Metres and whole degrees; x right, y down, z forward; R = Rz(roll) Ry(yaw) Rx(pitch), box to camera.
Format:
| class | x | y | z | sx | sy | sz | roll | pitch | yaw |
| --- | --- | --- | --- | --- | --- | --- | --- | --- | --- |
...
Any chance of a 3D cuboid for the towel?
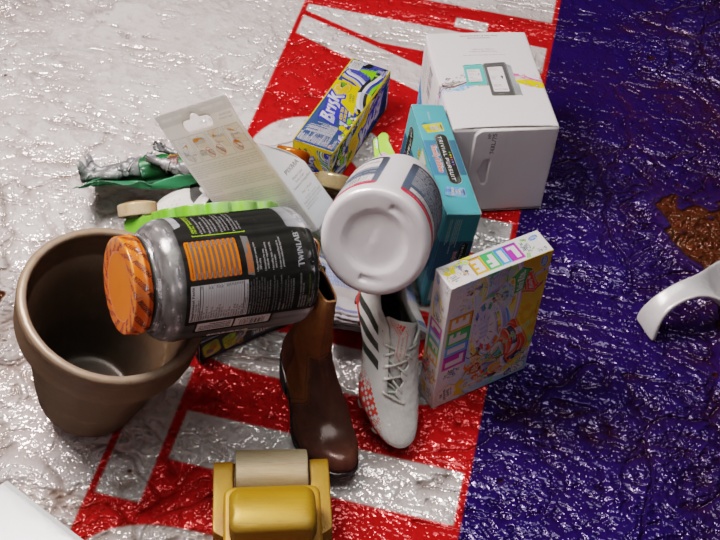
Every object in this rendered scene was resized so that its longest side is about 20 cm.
| class | x | y | z | sx | sy | sz | roll | pitch | yaw |
| --- | --- | --- | --- | --- | --- | --- | --- | --- | --- |
| towel | 0.000 | 0.000 | 1.532 | 0.145 | 0.024 | 0.202 | 11 | 41 | -27 |

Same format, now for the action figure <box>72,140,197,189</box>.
| class | x | y | z | sx | sy | sz | roll | pitch | yaw |
| --- | --- | --- | --- | --- | --- | --- | --- | --- | --- |
| action figure | -0.260 | -0.133 | 1.606 | 0.196 | 0.056 | 0.118 | -4 | 18 | 4 |

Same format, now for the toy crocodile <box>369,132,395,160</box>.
| class | x | y | z | sx | sy | sz | roll | pitch | yaw |
| --- | --- | --- | --- | --- | --- | --- | --- | --- | --- |
| toy crocodile | 0.041 | -0.082 | 1.555 | 0.061 | 0.068 | 0.203 | -7 | 56 | 3 |

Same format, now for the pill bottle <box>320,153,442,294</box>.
| class | x | y | z | sx | sy | sz | roll | pitch | yaw |
| --- | --- | --- | --- | --- | --- | --- | --- | --- | --- |
| pill bottle | 0.031 | -0.061 | 1.388 | 0.118 | 0.121 | 0.200 | 12 | 21 | 6 |

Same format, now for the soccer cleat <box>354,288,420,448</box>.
| class | x | y | z | sx | sy | sz | roll | pitch | yaw |
| --- | --- | --- | --- | --- | --- | --- | --- | --- | --- |
| soccer cleat | 0.036 | 0.095 | 1.401 | 0.068 | 0.085 | 0.203 | 6 | 65 | -27 |

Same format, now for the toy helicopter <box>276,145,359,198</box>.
| class | x | y | z | sx | sy | sz | roll | pitch | yaw |
| --- | --- | --- | --- | --- | --- | --- | --- | --- | --- |
| toy helicopter | -0.041 | -0.105 | 1.574 | 0.130 | 0.080 | 0.200 | 15 | -1 | -15 |

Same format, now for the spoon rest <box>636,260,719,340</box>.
| class | x | y | z | sx | sy | sz | roll | pitch | yaw |
| --- | --- | --- | --- | --- | --- | --- | --- | --- | --- |
| spoon rest | 0.441 | 0.032 | 1.548 | 0.197 | 0.061 | 0.100 | -15 | 49 | -17 |

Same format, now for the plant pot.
| class | x | y | z | sx | sy | sz | roll | pitch | yaw |
| --- | --- | --- | --- | --- | --- | --- | --- | --- | --- |
| plant pot | -0.279 | 0.084 | 1.342 | 0.197 | 0.175 | 0.202 | 12 | 49 | -14 |

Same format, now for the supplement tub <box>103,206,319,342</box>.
| class | x | y | z | sx | sy | sz | roll | pitch | yaw |
| --- | --- | --- | --- | --- | --- | --- | --- | --- | --- |
| supplement tub | -0.151 | 0.004 | 1.264 | 0.197 | 0.124 | 0.123 | -7 | 46 | -29 |

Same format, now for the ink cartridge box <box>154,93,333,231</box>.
| class | x | y | z | sx | sy | sz | roll | pitch | yaw |
| --- | --- | --- | --- | --- | --- | --- | --- | --- | --- |
| ink cartridge box | -0.139 | -0.127 | 1.501 | 0.159 | 0.201 | 0.047 | -6 | 35 | 50 |

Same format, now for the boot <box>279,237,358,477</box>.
| class | x | y | z | sx | sy | sz | roll | pitch | yaw |
| --- | --- | --- | --- | --- | --- | --- | --- | --- | --- |
| boot | -0.035 | 0.096 | 1.346 | 0.067 | 0.202 | 0.190 | -3 | 46 | -15 |

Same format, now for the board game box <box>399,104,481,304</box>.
| class | x | y | z | sx | sy | sz | roll | pitch | yaw |
| --- | --- | --- | --- | --- | --- | --- | --- | --- | --- |
| board game box | 0.091 | -0.084 | 1.562 | 0.046 | 0.152 | 0.202 | -1 | 46 | -14 |

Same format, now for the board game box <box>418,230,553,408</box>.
| class | x | y | z | sx | sy | sz | roll | pitch | yaw |
| --- | --- | --- | --- | --- | --- | --- | --- | --- | --- |
| board game box | 0.137 | 0.057 | 1.400 | 0.133 | 0.202 | 0.034 | -20 | 51 | -22 |

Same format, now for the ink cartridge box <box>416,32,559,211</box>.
| class | x | y | z | sx | sy | sz | roll | pitch | yaw |
| --- | --- | --- | --- | --- | --- | --- | --- | --- | --- |
| ink cartridge box | 0.165 | -0.200 | 1.685 | 0.143 | 0.148 | 0.202 | -3 | 47 | -8 |

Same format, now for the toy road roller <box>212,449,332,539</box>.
| class | x | y | z | sx | sy | sz | roll | pitch | yaw |
| --- | --- | --- | --- | --- | --- | --- | --- | --- | --- |
| toy road roller | -0.086 | 0.244 | 1.240 | 0.121 | 0.147 | 0.202 | 0 | 46 | -6 |

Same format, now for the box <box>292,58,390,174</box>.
| class | x | y | z | sx | sy | sz | roll | pitch | yaw |
| --- | --- | --- | --- | --- | --- | --- | --- | --- | --- |
| box | -0.026 | -0.204 | 1.724 | 0.063 | 0.071 | 0.201 | 21 | 48 | 13 |

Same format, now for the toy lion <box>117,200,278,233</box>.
| class | x | y | z | sx | sy | sz | roll | pitch | yaw |
| --- | --- | --- | --- | --- | --- | --- | --- | --- | --- |
| toy lion | -0.166 | -0.054 | 1.423 | 0.189 | 0.070 | 0.199 | -7 | -2 | 33 |

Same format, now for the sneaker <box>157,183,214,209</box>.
| class | x | y | z | sx | sy | sz | roll | pitch | yaw |
| --- | --- | --- | --- | --- | --- | --- | --- | --- | --- |
| sneaker | -0.240 | -0.045 | 1.567 | 0.079 | 0.075 | 0.200 | 14 | 40 | 30 |

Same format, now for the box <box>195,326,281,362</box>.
| class | x | y | z | sx | sy | sz | roll | pitch | yaw |
| --- | --- | --- | --- | --- | --- | --- | --- | --- | --- |
| box | -0.133 | 0.027 | 1.520 | 0.198 | 0.035 | 0.110 | -23 | 53 | -24 |

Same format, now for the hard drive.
| class | x | y | z | sx | sy | sz | roll | pitch | yaw |
| --- | --- | --- | --- | --- | --- | --- | --- | --- | --- |
| hard drive | -0.329 | 0.310 | 1.241 | 0.198 | 0.027 | 0.132 | 30 | 51 | 21 |
